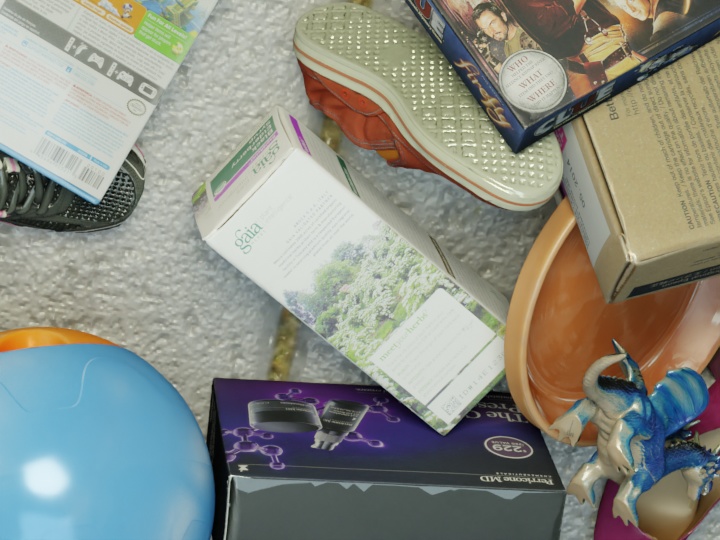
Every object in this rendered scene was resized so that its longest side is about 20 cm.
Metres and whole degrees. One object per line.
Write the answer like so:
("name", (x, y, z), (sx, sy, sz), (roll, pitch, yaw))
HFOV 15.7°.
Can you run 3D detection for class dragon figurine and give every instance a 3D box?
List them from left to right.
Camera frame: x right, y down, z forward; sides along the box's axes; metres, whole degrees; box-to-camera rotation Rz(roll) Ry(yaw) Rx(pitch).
("dragon figurine", (0.163, 0.080, 1.526), (0.099, 0.059, 0.200), (-50, 144, -27))

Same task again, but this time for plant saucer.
("plant saucer", (0.158, 0.009, 1.554), (0.200, 0.032, 0.200), (-25, 130, -34))

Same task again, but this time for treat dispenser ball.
("treat dispenser ball", (-0.185, 0.132, 1.520), (0.201, 0.201, 0.201), (-3, 114, -6))

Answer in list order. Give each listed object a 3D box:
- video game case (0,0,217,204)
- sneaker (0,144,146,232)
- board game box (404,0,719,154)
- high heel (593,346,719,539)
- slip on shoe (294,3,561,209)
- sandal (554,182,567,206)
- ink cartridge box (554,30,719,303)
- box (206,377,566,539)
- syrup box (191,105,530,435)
("video game case", (-0.158, -0.158, 1.461), (0.143, 0.018, 0.200), (31, 89, -18))
("sneaker", (-0.223, -0.053, 1.495), (0.200, 0.086, 0.080), (8, 114, -11))
("board game box", (0.129, -0.168, 1.421), (0.200, 0.035, 0.136), (-31, 74, -17))
("high heel", (0.207, 0.131, 1.625), (0.067, 0.096, 0.200), (21, 110, -15))
("slip on shoe", (0.038, -0.084, 1.462), (0.074, 0.200, 0.061), (-31, 136, -29))
("sandal", (0.130, -0.086, 1.544), (0.082, 0.050, 0.203), (-29, 115, 6))
("ink cartridge box", (0.186, -0.099, 1.459), (0.165, 0.075, 0.200), (-14, 72, -11))
("box", (0.011, 0.130, 1.576), (0.200, 0.141, 0.079), (3, 114, -9))
("syrup box", (0.000, 0.000, 1.549), (0.200, 0.081, 0.079), (40, 101, -20))
